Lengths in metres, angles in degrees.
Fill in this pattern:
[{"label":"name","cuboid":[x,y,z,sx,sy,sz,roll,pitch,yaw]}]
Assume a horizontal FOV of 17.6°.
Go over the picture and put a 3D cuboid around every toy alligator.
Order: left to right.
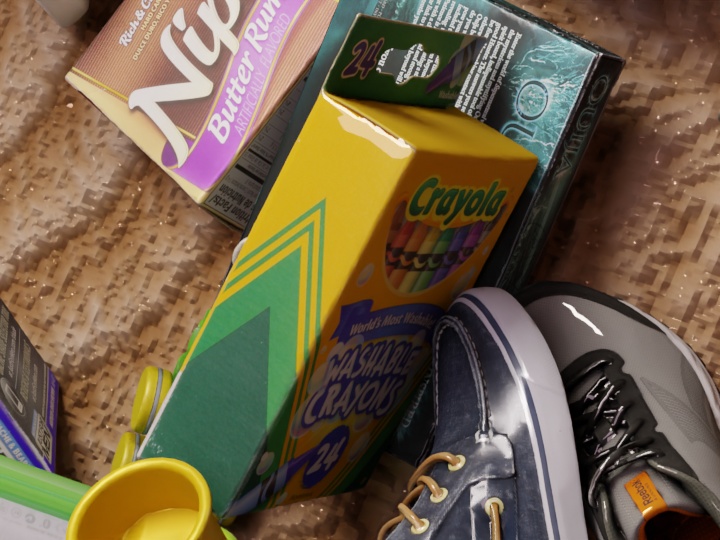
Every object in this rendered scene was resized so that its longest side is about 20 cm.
[{"label":"toy alligator","cuboid":[-0.068,0.051,1.044,0.054,0.059,0.201,-93,21,-55]}]

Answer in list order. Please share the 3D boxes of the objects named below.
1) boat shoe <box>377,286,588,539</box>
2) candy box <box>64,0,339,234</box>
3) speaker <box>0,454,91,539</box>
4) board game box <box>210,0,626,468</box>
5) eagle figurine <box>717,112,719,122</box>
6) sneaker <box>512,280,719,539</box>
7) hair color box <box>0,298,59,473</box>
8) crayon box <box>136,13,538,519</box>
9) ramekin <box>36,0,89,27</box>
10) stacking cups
[{"label":"boat shoe","cuboid":[0.037,0.099,0.922,0.071,0.090,0.201,119,143,-57]},{"label":"candy box","cuboid":[-0.037,-0.131,1.114,0.200,0.056,0.117,-50,57,4]},{"label":"speaker","cuboid":[-0.150,0.125,1.011,0.199,0.088,0.089,21,90,-11]},{"label":"board game box","cuboid":[0.020,-0.029,1.032,0.135,0.028,0.201,30,103,29]},{"label":"eagle figurine","cuboid":[0.246,-0.127,0.924,0.152,0.151,0.200,-38,11,-33]},{"label":"sneaker","cuboid":[0.116,0.077,0.940,0.074,0.079,0.200,-42,56,13]},{"label":"hair color box","cuboid":[-0.242,0.101,1.099,0.199,0.065,0.109,-31,21,6]},{"label":"crayon box","cuboid":[0.000,0.000,0.949,0.051,0.126,0.201,33,105,23]},{"label":"ramekin","cuboid":[-0.177,-0.225,1.152,0.094,0.202,0.203,-39,57,0]},{"label":"stacking cups","cuboid":[-0.055,0.159,0.941,0.060,0.200,0.061,-12,45,12]}]
